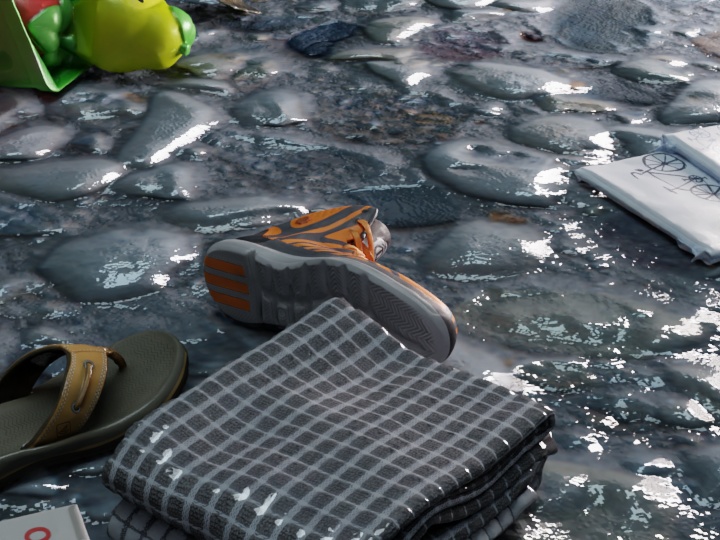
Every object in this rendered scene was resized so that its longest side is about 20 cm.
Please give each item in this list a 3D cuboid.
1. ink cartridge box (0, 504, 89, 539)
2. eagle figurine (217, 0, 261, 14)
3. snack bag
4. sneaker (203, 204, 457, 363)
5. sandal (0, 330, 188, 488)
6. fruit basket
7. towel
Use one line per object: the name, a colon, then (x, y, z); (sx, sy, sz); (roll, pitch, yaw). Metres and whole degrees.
ink cartridge box: (-0.194, 0.187, 0.590); (0.200, 0.085, 0.146); (-9, 29, -19)
eagle figurine: (-0.215, -0.331, 1.543); (0.200, 0.151, 0.152); (-11, 0, 6)
snack bag: (0.293, -0.069, 1.133); (0.200, 0.021, 0.189); (-13, 30, -22)
sneaker: (0.000, 0.000, 0.950); (0.200, 0.078, 0.112); (20, 35, 35)
sandal: (-0.186, 0.074, 0.838); (0.200, 0.055, 0.082); (-20, 33, -32)
fruit basket: (-0.269, -0.258, 1.403); (0.215, 0.156, 0.216); (-17, 21, 7)
towel: (-0.010, 0.101, 0.747); (0.166, 0.086, 0.200); (19, 33, 32)
